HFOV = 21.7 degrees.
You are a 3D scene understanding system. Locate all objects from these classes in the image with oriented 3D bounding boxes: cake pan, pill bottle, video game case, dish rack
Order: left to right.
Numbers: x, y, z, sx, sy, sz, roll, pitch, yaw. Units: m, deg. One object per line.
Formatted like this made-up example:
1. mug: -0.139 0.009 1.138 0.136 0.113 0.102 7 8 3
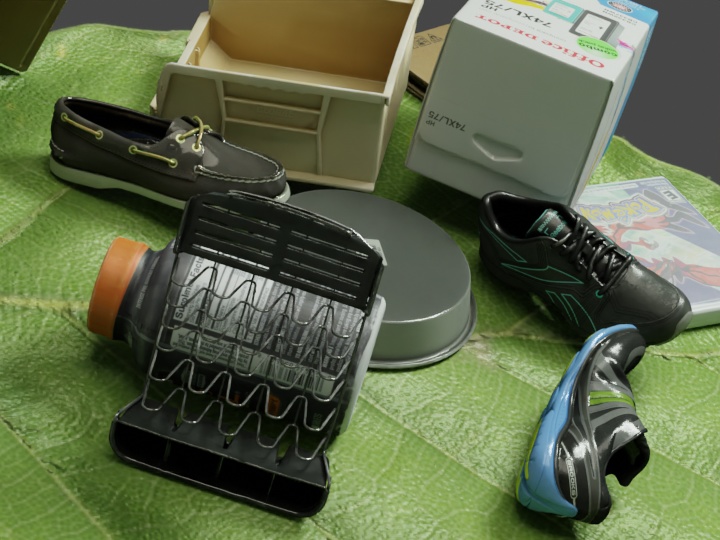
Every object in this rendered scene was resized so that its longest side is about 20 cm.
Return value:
1. pill bottle: -0.090 0.038 1.331 0.199 0.107 0.106 18 34 2
2. dish rack: -0.071 0.051 1.245 0.153 0.201 0.055 17 24 1
3. cake pan: 0.000 0.000 1.482 0.199 0.037 0.201 11 35 -8
4. video game case: 0.232 -0.014 1.610 0.199 0.023 0.182 -7 41 -31

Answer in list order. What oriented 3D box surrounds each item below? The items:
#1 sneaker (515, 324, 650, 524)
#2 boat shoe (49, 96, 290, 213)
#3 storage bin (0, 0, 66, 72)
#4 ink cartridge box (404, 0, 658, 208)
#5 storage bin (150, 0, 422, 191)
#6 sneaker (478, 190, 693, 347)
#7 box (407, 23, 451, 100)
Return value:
1. sneaker: 0.174 0.115 1.373 0.082 0.071 0.200 26 40 4
2. boat shoe: -0.153 -0.093 1.500 0.200 0.061 0.072 10 30 9
3. storage bin: -0.320 -0.205 1.500 0.094 0.199 0.200 38 37 0
4. ink cartridge box: 0.149 -0.156 1.614 0.146 0.146 0.200 23 29 8
5. storage bin: -0.061 -0.169 1.611 0.198 0.094 0.200 9 34 5
6. sneaker: 0.170 -0.002 1.491 0.200 0.079 0.075 25 63 31
7. box: 0.133 -0.190 1.813 0.200 0.021 0.163 -21 50 -42
